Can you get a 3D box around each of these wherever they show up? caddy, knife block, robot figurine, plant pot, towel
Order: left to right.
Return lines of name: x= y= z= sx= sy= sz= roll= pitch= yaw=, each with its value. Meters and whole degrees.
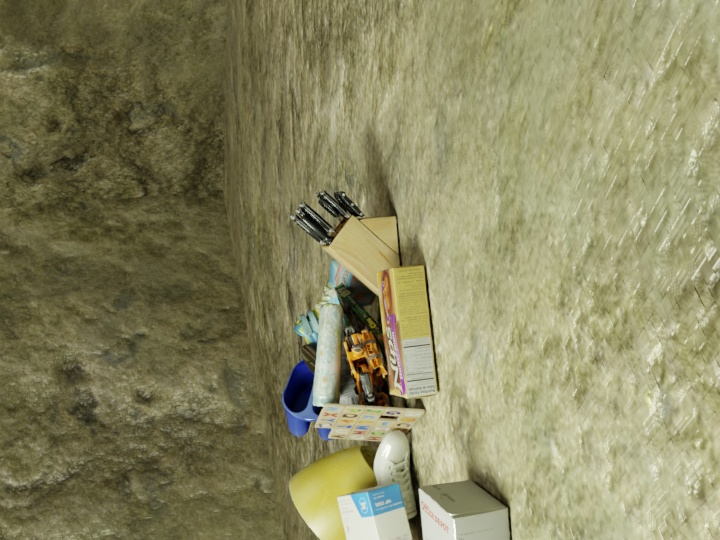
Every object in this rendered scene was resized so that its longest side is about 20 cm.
caddy: x=-0.086 y=0.259 z=2.077 sx=0.201 sy=0.139 sz=0.106 roll=-70 pitch=-17 yaw=-52
towel: x=-0.056 y=0.146 z=1.725 sx=0.200 sy=0.047 sz=0.174 roll=103 pitch=168 yaw=-86
knife block: x=-0.025 y=-0.036 z=1.667 sx=0.064 sy=0.172 sz=0.204 roll=-170 pitch=74 yaw=-77
plant pot: x=-0.013 y=0.407 z=1.818 sx=0.142 sy=0.199 sz=0.201 roll=-45 pitch=31 yaw=11
robot figurine: x=0.013 y=0.178 z=1.677 sx=0.201 sy=0.057 sz=0.146 roll=80 pitch=172 yaw=-55

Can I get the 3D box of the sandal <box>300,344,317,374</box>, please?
sandal: x=-0.041 y=0.216 z=2.002 sx=0.200 sy=0.054 sz=0.082 roll=42 pitch=150 yaw=22

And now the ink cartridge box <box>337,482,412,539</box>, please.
ink cartridge box: x=0.035 y=0.466 z=1.652 sx=0.116 sy=0.066 sz=0.203 roll=-30 pitch=71 yaw=58

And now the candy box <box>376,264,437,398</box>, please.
candy box: x=0.072 y=0.097 z=1.569 sx=0.117 sy=0.055 sz=0.204 roll=166 pitch=99 yaw=-78

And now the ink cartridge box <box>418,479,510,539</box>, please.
ink cartridge box: x=0.143 y=0.402 z=1.333 sx=0.146 sy=0.084 sz=0.204 roll=-165 pitch=71 yaw=-75

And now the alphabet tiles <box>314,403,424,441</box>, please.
alphabet tiles: x=0.007 y=0.260 z=1.680 sx=0.201 sy=0.164 sz=0.008 roll=113 pitch=160 yaw=-64

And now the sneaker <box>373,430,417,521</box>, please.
sneaker: x=0.071 y=0.374 z=1.707 sx=0.084 sy=0.072 sz=0.203 roll=29 pitch=126 yaw=46

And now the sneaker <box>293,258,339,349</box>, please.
sneaker: x=-0.077 y=0.074 z=2.038 sx=0.079 sy=0.128 sz=0.204 roll=-152 pitch=57 yaw=-76

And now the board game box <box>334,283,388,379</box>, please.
board game box: x=0.014 y=0.114 z=1.758 sx=0.200 sy=0.023 sz=0.106 roll=47 pitch=162 yaw=51

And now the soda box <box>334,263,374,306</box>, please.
soda box: x=0.000 y=0.000 z=1.821 sx=0.201 sy=0.062 sz=0.069 roll=110 pitch=151 yaw=-63

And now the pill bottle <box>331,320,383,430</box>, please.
pill bottle: x=-0.018 y=0.206 z=1.877 sx=0.114 sy=0.111 sz=0.203 roll=107 pitch=154 yaw=-59
